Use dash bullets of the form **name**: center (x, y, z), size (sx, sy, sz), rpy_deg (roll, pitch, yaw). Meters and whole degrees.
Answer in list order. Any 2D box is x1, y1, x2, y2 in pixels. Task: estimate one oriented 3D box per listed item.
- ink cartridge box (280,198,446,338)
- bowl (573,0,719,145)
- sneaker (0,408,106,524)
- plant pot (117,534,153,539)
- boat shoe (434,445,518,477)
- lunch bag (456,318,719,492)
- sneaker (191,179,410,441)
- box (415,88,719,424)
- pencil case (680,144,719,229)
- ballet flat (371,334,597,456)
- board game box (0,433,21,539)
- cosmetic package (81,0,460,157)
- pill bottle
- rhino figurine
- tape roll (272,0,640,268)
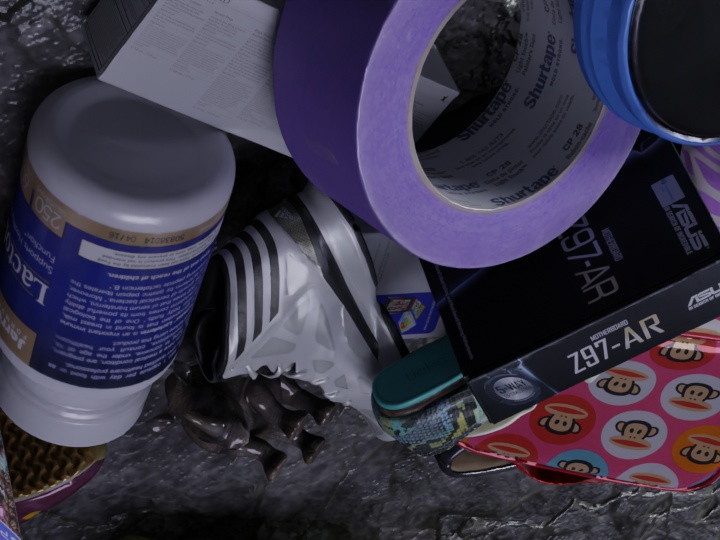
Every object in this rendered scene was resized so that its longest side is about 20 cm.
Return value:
- **ink cartridge box**: center (0.000, 0.000, 1.280), size (0.198, 0.039, 0.100), rpy_deg (-2, 137, -23)
- **bowl**: center (0.203, -0.155, 1.068), size (0.199, 0.039, 0.202), rpy_deg (-20, 133, -23)
- **sneaker**: center (-0.248, 0.146, 1.318), size (0.198, 0.076, 0.090), rpy_deg (-19, 149, 7)
- **plant pot**: center (-0.101, 0.275, 1.443), size (0.192, 0.201, 0.201), rpy_deg (24, 124, -26)
- **boat shoe**: center (0.138, 0.106, 1.437), size (0.198, 0.061, 0.074), rpy_deg (-3, 136, -21)
- **lunch bag**: center (0.154, 0.071, 1.301), size (0.198, 0.082, 0.177), rpy_deg (13, 130, -10)
- **sneaker**: center (-0.038, 0.044, 1.213), size (0.115, 0.076, 0.201), rpy_deg (-29, 131, -8)
- **box**: center (0.111, -0.027, 1.169), size (0.159, 0.201, 0.044), rpy_deg (-26, 135, 7)
- **pencil case**: center (0.227, -0.084, 1.251), size (0.085, 0.084, 0.201), rpy_deg (9, 138, 8)
- **ballet flat**: center (0.101, 0.046, 1.192), size (0.199, 0.075, 0.074), rpy_deg (-27, 140, 7)
- **board game box**: center (-0.275, 0.070, 1.114), size (0.096, 0.201, 0.160), rpy_deg (-27, 139, 7)
- **cosmetic package**: center (-0.047, -0.116, 1.121), size (0.199, 0.051, 0.083), rpy_deg (21, 124, -39)
- **pill bottle**: center (-0.146, 0.000, 1.156), size (0.115, 0.116, 0.201), rpy_deg (0, 135, -23)
- **rhino figurine**: center (-0.077, 0.086, 1.257), size (0.060, 0.087, 0.200), rpy_deg (-60, 168, 7)
- **tape roll**: center (0.058, -0.109, 1.089), size (0.199, 0.085, 0.202), rpy_deg (-17, 122, -30)
